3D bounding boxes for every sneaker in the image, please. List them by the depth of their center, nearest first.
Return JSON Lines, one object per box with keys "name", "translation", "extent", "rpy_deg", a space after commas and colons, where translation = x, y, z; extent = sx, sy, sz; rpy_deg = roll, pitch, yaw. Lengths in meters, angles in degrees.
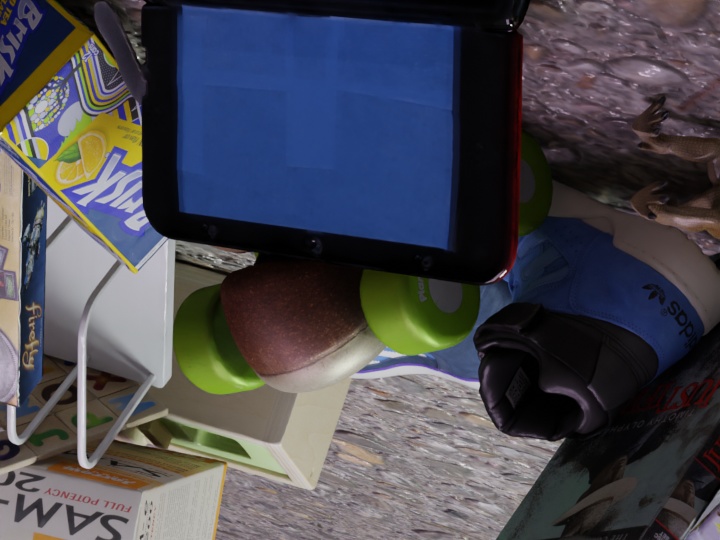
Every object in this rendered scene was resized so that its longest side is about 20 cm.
{"name": "sneaker", "translation": [0.085, 0.022, 1.162], "extent": [0.077, 0.111, 0.200], "rpy_deg": [52, 167, -26]}
{"name": "sneaker", "translation": [0.000, 0.000, 1.355], "extent": [0.199, 0.081, 0.146], "rpy_deg": [11, 155, 41]}

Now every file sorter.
{"name": "file sorter", "translation": [-0.230, 0.019, 1.486], "extent": [0.199, 0.125, 0.139], "rpy_deg": [15, 126, 14]}

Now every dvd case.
{"name": "dvd case", "translation": [0.146, 0.061, 1.107], "extent": [0.022, 0.200, 0.146], "rpy_deg": [42, 157, -13]}

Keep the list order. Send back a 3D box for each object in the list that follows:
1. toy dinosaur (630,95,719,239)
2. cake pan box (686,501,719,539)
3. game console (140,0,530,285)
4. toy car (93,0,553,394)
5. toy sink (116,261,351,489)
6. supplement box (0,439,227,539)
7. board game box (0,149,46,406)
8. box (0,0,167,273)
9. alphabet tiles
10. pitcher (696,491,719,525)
{"name": "toy dinosaur", "translation": [0.164, -0.030, 1.057], "extent": [0.101, 0.058, 0.200], "rpy_deg": [25, 164, -28]}
{"name": "cake pan box", "translation": [0.229, 0.060, 1.029], "extent": [0.052, 0.200, 0.184], "rpy_deg": [46, 176, 8]}
{"name": "game console", "translation": [-0.041, -0.089, 0.978], "extent": [0.199, 0.119, 0.172], "rpy_deg": [8, 162, 35]}
{"name": "toy car", "translation": [-0.040, -0.058, 1.133], "extent": [0.164, 0.158, 0.200], "rpy_deg": [-14, 120, 44]}
{"name": "toy sink", "translation": [-0.120, 0.067, 1.656], "extent": [0.199, 0.113, 0.130], "rpy_deg": [16, 165, 13]}
{"name": "supplement box", "translation": [-0.175, 0.154, 1.564], "extent": [0.125, 0.074, 0.200], "rpy_deg": [11, -177, 11]}
{"name": "board game box", "translation": [-0.244, -0.030, 1.350], "extent": [0.135, 0.035, 0.201], "rpy_deg": [15, 124, 12]}
{"name": "box", "translation": [-0.144, -0.072, 1.231], "extent": [0.064, 0.070, 0.200], "rpy_deg": [41, 175, 23]}
{"name": "alphabet tiles", "translation": [-0.248, 0.066, 1.543], "extent": [0.167, 0.008, 0.200], "rpy_deg": [-19, -141, -36]}
{"name": "pitcher", "translation": [0.241, 0.108, 1.225], "extent": [0.171, 0.201, 0.121], "rpy_deg": [15, -153, -17]}
